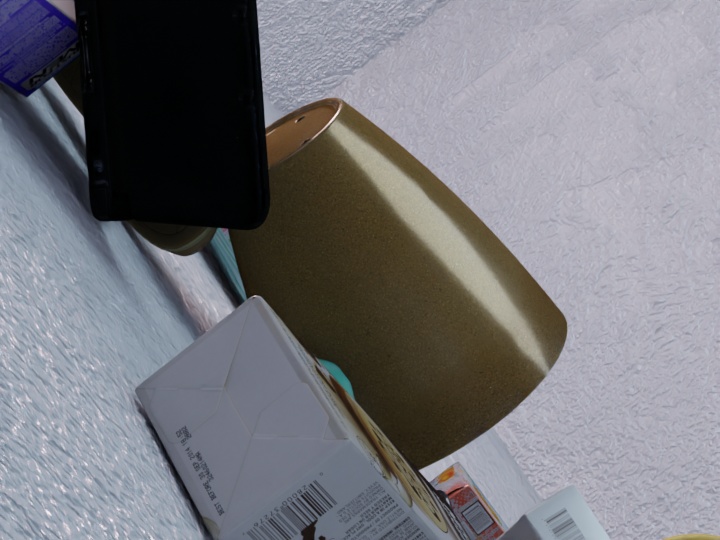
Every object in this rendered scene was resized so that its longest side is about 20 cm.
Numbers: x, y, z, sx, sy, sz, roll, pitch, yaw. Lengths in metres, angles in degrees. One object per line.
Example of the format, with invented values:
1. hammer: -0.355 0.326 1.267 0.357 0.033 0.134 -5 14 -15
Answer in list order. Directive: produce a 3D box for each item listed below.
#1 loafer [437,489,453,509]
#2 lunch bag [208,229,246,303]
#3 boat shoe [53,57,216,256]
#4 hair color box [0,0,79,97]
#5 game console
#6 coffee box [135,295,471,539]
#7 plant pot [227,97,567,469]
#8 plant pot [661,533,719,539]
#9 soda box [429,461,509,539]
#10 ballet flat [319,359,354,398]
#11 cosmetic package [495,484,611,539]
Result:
1. loafer: 0.062 0.197 1.623 0.072 0.063 0.200 55 4 33
2. lunch bag: -0.061 -0.007 1.899 0.200 0.077 0.160 55 5 32
3. boat shoe: -0.134 -0.080 1.625 0.200 0.074 0.066 62 5 36
4. hair color box: -0.222 -0.172 1.429 0.110 0.065 0.200 54 2 8
5. game console: -0.103 -0.133 1.467 0.176 0.116 0.201 -61 149 -78
6. coffee box: -0.011 0.119 1.225 0.200 0.080 0.113 50 4 -45
7. plant pot: 0.000 0.000 1.586 0.200 0.186 0.186 57 2 -17
8. plant pot: 0.332 0.387 2.567 0.201 0.200 0.189 54 -12 18
9. soda box: 0.106 0.238 1.824 0.200 0.063 0.068 54 3 -11
10. ballet flat: -0.018 0.117 1.447 0.070 0.067 0.200 20 24 -36
11. cosmetic package: 0.151 0.259 1.686 0.201 0.052 0.151 57 -32 10
